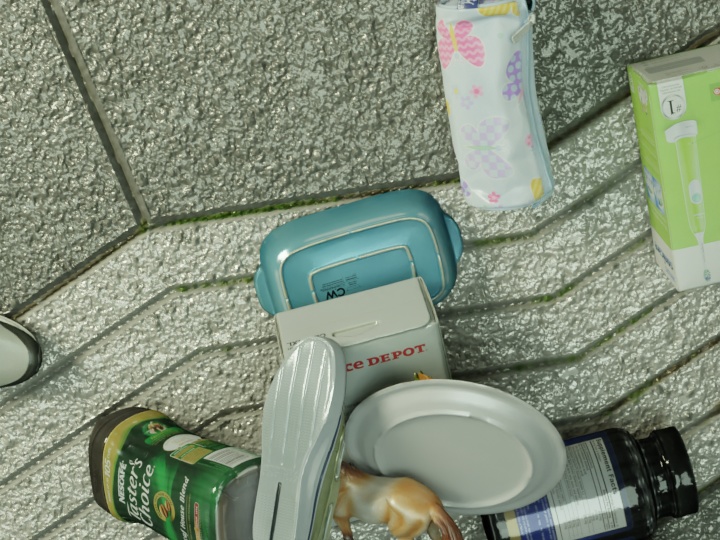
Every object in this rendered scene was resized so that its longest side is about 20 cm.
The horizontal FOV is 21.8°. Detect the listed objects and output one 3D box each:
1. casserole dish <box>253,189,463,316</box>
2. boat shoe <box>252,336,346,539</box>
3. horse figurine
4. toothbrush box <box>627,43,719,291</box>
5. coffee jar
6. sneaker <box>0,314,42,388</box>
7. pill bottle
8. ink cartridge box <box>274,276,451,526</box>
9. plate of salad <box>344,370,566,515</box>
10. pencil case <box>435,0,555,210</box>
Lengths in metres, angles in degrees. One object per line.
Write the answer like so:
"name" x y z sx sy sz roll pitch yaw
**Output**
"casserole dish" 0.000 0.000 1.725 0.199 0.039 0.122 -16 110 0
"boat shoe" -0.047 0.156 1.626 0.072 0.062 0.201 16 94 34
"horse figurine" 0.018 0.224 1.677 0.199 0.050 0.133 15 124 25
"toothbrush box" 0.334 -0.100 1.700 0.145 0.086 0.201 -13 109 -2
"coffee jar" -0.164 0.195 1.697 0.085 0.199 0.105 -21 116 -40
"sneaker" -0.388 0.076 1.690 0.199 0.079 0.074 7 106 -10
"pill bottle" 0.214 0.214 1.781 0.199 0.112 0.113 -14 110 -1
"ink cartridge box" 0.014 0.121 1.721 0.145 0.083 0.201 -14 124 -1
"plate of salad" 0.085 0.152 1.665 0.199 0.048 0.201 6 139 5
"pencil case" 0.122 -0.155 1.660 0.090 0.083 0.201 -1 111 18
